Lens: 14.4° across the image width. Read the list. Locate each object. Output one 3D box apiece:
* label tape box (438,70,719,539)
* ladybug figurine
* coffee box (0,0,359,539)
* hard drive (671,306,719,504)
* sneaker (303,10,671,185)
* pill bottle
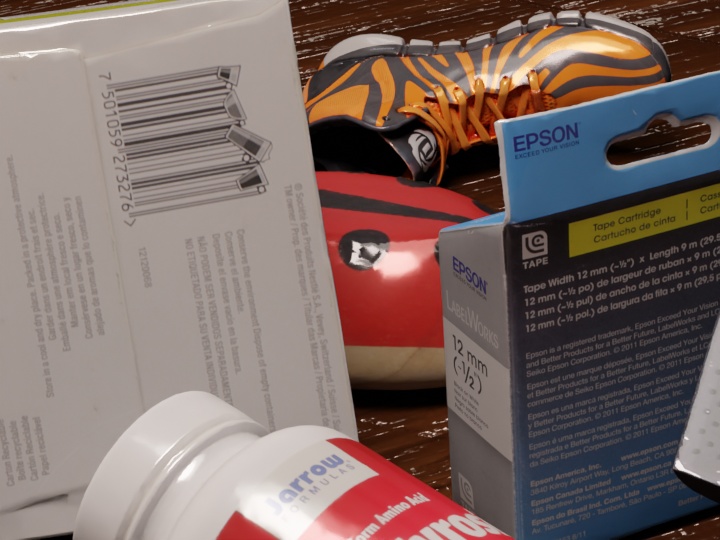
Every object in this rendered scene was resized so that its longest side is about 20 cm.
[{"bbox_3d":[0.109,0.008,1.169,0.143,0.200,0.066,-15,27,-21],"label":"label tape box"},{"bbox_3d":[0.000,0.000,1.337,0.200,0.072,0.136,7,29,19],"label":"ladybug figurine"},{"bbox_3d":[-0.125,-0.006,1.171,0.200,0.200,0.198,-9,7,-10],"label":"coffee box"},{"bbox_3d":[0.231,0.057,1.096,0.200,0.042,0.135,12,57,14],"label":"hard drive"},{"bbox_3d":[0.060,-0.075,1.489,0.200,0.078,0.112,-6,29,20],"label":"sneaker"},{"bbox_3d":[-0.002,0.126,1.010,0.200,0.112,0.112,30,41,27],"label":"pill bottle"}]
